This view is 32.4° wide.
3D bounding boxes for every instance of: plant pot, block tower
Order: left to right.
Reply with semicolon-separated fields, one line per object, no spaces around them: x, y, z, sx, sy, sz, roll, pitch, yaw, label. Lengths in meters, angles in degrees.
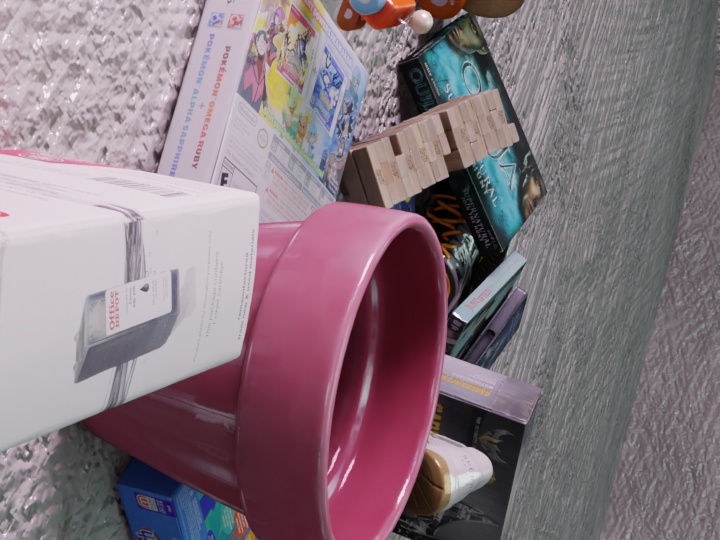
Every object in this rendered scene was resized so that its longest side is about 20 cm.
-0.061;0.055;0.726;0.200;0.177;0.203;9;90;-69;plant pot
0.055;-0.104;1.056;0.199;0.054;0.059;-27;103;-46;block tower

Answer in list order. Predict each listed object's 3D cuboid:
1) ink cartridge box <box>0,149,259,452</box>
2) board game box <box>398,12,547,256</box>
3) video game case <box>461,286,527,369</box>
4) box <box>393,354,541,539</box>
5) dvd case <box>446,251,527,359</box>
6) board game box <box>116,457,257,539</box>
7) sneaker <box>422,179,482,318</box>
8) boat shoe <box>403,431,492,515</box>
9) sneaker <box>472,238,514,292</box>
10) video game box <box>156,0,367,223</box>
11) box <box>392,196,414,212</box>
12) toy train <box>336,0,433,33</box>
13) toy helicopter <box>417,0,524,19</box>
-0.150;0.002;0.514;0.200;0.144;0.086;-14;113;-67;ink cartridge box
0.113;-0.133;1.192;0.135;0.028;0.202;-46;117;-49;board game box
0.107;0.117;1.285;0.201;0.019;0.143;-54;168;-11;video game case
0.067;0.164;1.107;0.048;0.157;0.202;-54;158;-46;box
0.091;0.086;1.236;0.146;0.022;0.201;-39;159;-51;dvd case
-0.090;0.133;0.875;0.201;0.044;0.153;-58;150;-45;board game box
0.086;-0.027;1.230;0.077;0.077;0.203;2;98;-64;sneaker
0.036;0.163;1.027;0.069;0.199;0.072;-6;94;-31;boat shoe
0.123;0.004;1.365;0.085;0.072;0.203;-14;121;-77;sneaker
-0.061;-0.096;0.847;0.200;0.046;0.184;45;60;-66;video game box
0.000;0.000;1.071;0.200;0.032;0.122;-51;145;-50;box
0.001;-0.216;0.863;0.056;0.150;0.200;-45;179;27;toy train
0.118;-0.318;1.097;0.079;0.131;0.202;-57;149;-45;toy helicopter
